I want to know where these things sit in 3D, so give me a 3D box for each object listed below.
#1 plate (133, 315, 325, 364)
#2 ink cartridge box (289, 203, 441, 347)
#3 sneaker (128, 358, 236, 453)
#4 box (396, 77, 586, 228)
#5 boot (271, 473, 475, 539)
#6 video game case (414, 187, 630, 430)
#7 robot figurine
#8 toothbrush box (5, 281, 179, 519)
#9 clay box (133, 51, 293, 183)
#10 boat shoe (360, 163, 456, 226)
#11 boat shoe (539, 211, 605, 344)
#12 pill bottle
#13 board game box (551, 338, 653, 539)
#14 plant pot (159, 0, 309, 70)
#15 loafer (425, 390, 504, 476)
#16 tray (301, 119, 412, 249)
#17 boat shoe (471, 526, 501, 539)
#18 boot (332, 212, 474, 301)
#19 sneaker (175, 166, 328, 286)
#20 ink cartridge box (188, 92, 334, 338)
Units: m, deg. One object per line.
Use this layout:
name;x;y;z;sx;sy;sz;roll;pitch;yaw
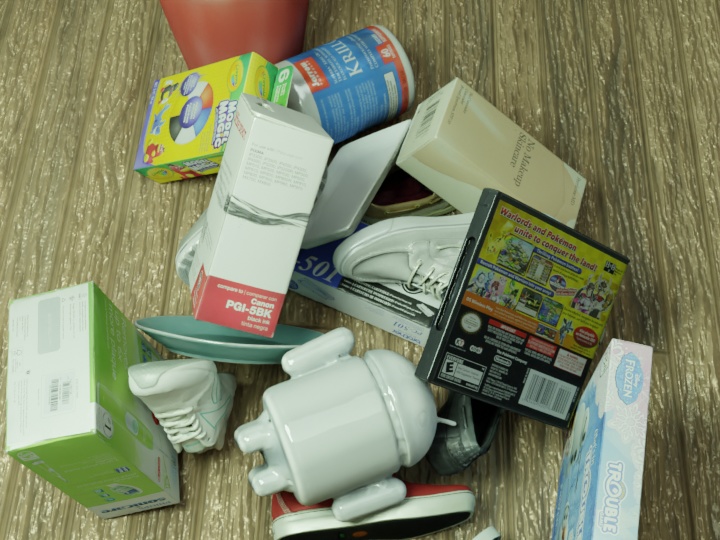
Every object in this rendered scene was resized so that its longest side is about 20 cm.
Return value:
plate;-0.125;0.070;1.105;0.198;0.200;0.026;6;94;-2
ink cartridge box;0.000;0.000;1.224;0.198;0.044;0.094;23;58;9
sneaker;-0.160;0.128;1.049;0.070;0.200;0.081;-5;75;11
box;0.147;-0.109;1.233;0.199;0.078;0.096;33;57;-20
boot;0.009;0.190;1.099;0.198;0.073;0.146;-4;58;-3
video game case;0.157;0.042;1.054;0.199;0.025;0.182;22;88;-37
robot figurine;-0.015;0.142;1.026;0.198;0.113;0.171;-18;93;-11
toothbrush box;-0.242;0.125;1.029;0.085;0.200;0.147;-12;59;6
clay box;-0.162;-0.167;1.224;0.199;0.047;0.116;-6;67;43
boat shoe;0.078;-0.103;1.279;0.199;0.067;0.074;-35;68;-23
boat shoe;0.195;0.038;1.139;0.070;0.201;0.091;13;55;40
pill bottle;-0.045;-0.201;1.300;0.199;0.113;0.113;-26;65;-19
board game box;0.218;0.199;1.035;0.043;0.200;0.202;13;58;3
plant pot;-0.145;-0.314;1.310;0.198;0.178;0.202;-1;51;1
loafer;0.123;0.126;1.118;0.068;0.070;0.201;54;37;-16
tray;-0.012;-0.088;1.215;0.107;0.022;0.201;-16;31;37
boat shoe;0.077;0.318;1.024;0.200;0.076;0.060;-39;64;-23
boot;0.077;-0.002;1.161;0.198;0.074;0.096;-11;52;-15
sneaker;-0.125;-0.070;1.206;0.199;0.075;0.082;-37;31;-2
ink cartridge box;-0.100;-0.057;1.088;0.082;0.202;0.147;15;13;-14
